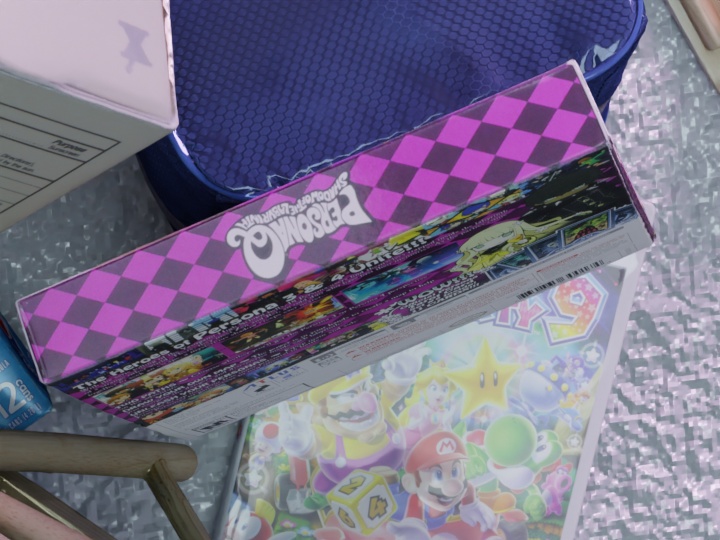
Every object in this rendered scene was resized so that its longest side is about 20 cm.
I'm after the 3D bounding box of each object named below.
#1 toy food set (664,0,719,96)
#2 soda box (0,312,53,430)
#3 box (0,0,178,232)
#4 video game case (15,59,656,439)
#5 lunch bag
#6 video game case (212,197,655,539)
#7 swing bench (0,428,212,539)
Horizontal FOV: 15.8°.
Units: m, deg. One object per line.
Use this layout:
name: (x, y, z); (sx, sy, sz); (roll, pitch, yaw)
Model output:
toy food set: (0.168, -0.168, 0.993); (0.143, 0.060, 0.200); (-32, 104, -4)
soda box: (-0.214, 0.078, 0.957); (0.200, 0.068, 0.064); (-35, 104, -3)
box: (-0.173, -0.071, 0.849); (0.128, 0.200, 0.109); (19, 55, -43)
video game case: (0.000, 0.000, 0.905); (0.200, 0.181, 0.036); (-23, 77, 7)
lunch bag: (0.007, -0.091, 0.938); (0.200, 0.132, 0.136); (-20, 78, -8)
video game case: (0.026, 0.055, 1.026); (0.143, 0.018, 0.200); (12, 97, -12)
swing bench: (-0.159, 0.147, 0.894); (0.200, 0.130, 0.199); (23, 111, -43)
